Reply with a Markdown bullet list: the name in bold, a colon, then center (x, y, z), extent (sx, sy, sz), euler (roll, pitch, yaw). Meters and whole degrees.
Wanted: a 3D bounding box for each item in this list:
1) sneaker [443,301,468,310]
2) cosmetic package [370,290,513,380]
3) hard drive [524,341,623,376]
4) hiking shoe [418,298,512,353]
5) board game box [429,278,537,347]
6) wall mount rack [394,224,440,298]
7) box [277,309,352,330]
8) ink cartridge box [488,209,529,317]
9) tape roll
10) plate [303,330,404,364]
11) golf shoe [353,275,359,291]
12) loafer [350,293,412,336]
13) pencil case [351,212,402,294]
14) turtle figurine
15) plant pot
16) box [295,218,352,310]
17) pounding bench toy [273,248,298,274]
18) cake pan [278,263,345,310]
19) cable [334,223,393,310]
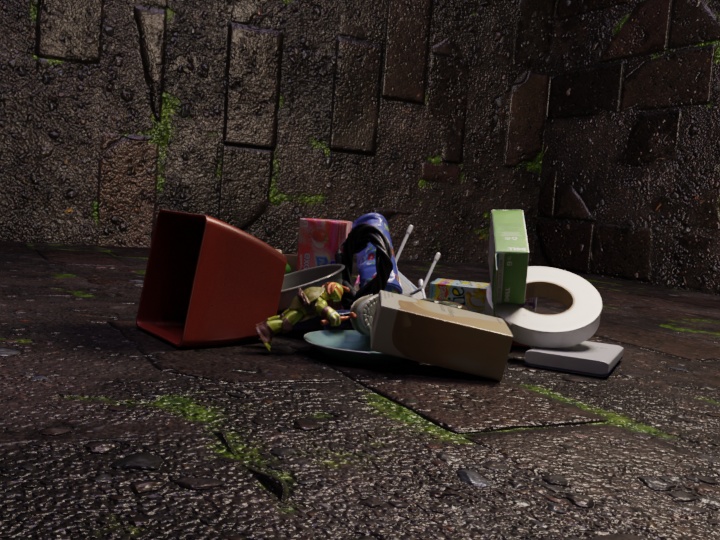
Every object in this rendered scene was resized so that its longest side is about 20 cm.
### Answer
- **sneaker**: center (0.095, 0.092, 1.434), extent (0.198, 0.068, 0.090), euler (-1, 0, 20)
- **cosmetic package**: center (0.117, 0.094, 1.161), extent (0.198, 0.072, 0.105), euler (13, 11, -3)
- **hard drive**: center (0.366, 0.143, 1.323), extent (0.131, 0.026, 0.200), euler (6, 5, 25)
- **hiking shoe**: center (0.160, 0.097, 1.300), extent (0.198, 0.077, 0.100), euler (12, 4, -29)
- **board game box**: center (0.234, 0.079, 1.496), extent (0.198, 0.106, 0.103), euler (5, 5, 14)
- **wall mount rack**: center (0.125, 0.012, 1.648), extent (0.074, 0.175, 0.200), euler (-29, -45, 20)
- **box**: center (-0.081, 0.087, 1.388), extent (0.198, 0.033, 0.121), euler (-4, -1, 34)
- **ink cartridge box**: center (0.254, -0.012, 1.341), extent (0.059, 0.105, 0.201), euler (1, 33, 6)
- **tape roll**: center (0.316, 0.061, 1.357), extent (0.200, 0.037, 0.204), euler (-1, 34, 1)
- **plate**: center (0.007, 0.122, 1.233), extent (0.198, 0.026, 0.200), euler (5, 5, 0)
- **golf shoe**: center (0.013, 0.059, 1.614), extent (0.074, 0.093, 0.200), euler (5, 6, -13)
- **loafer**: center (0.028, 0.077, 1.300), extent (0.069, 0.076, 0.200), euler (-7, -4, 25)
- **pencil case**: center (0.028, -0.018, 1.543), extent (0.086, 0.202, 0.078), euler (-23, -41, 16)
- **turtle figurine**: center (-0.085, 0.062, 1.210), extent (0.160, 0.065, 0.200), euler (-31, 20, -5)
- **plant pot**: center (-0.238, 0.021, 1.293), extent (0.175, 0.202, 0.199), euler (13, -1, -37)
- **box**: center (-0.074, -0.002, 1.583), extent (0.101, 0.203, 0.095), euler (5, 4, 4)
- **pounding bench toy**: center (-0.174, 0.023, 1.645), extent (0.198, 0.126, 0.156), euler (3, 5, -24)
- **cake pan**: center (-0.120, 0.033, 1.443), extent (0.198, 0.037, 0.200), euler (-15, 8, 2)
- **cable**: center (0.000, 0.000, 1.436), extent (0.050, 0.165, 0.200), euler (10, -11, -25)
